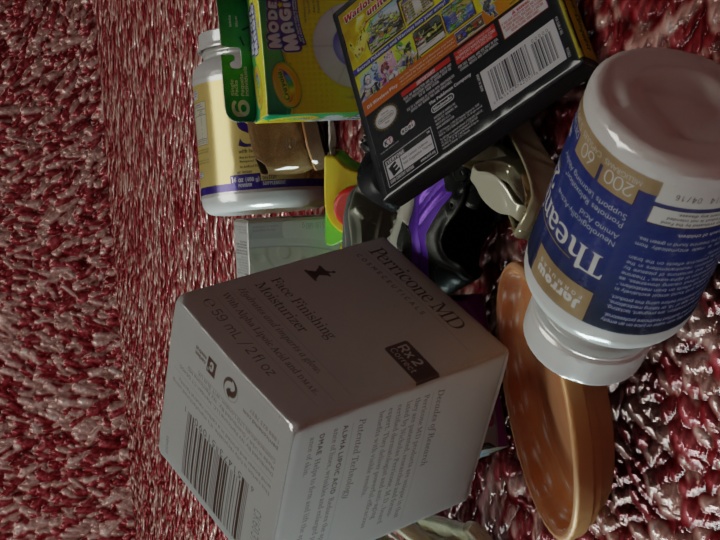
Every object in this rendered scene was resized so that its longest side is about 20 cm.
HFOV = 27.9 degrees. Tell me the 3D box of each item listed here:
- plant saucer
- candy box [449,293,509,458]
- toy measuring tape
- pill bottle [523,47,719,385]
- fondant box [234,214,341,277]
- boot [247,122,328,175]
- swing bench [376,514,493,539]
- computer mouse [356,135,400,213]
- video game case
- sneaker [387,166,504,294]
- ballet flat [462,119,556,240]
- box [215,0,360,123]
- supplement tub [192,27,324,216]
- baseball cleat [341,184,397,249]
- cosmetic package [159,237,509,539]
[{"bbox_3d":[0.139,0.090,1.031,0.200,0.037,0.201,170,90,-83],"label":"plant saucer"},{"bbox_3d":[0.059,0.111,1.292,0.200,0.061,0.137,136,128,-67],"label":"candy box"},{"bbox_3d":[0.001,-0.104,1.401,0.074,0.073,0.200,-141,48,-65],"label":"toy measuring tape"},{"bbox_3d":[0.162,-0.025,0.871,0.200,0.111,0.111,104,154,-45],"label":"pill bottle"},{"bbox_3d":[-0.048,0.043,1.469,0.058,0.144,0.200,-167,73,-70],"label":"fondant box"},{"bbox_3d":[-0.085,-0.176,1.479,0.074,0.075,0.200,69,-173,-49],"label":"boot"},{"bbox_3d":[0.016,0.257,1.285,0.199,0.200,0.130,-10,62,70],"label":"swing bench"},{"bbox_3d":[0.028,-0.098,1.301,0.034,0.059,0.200,-58,10,18],"label":"computer mouse"},{"bbox_3d":[0.072,-0.174,1.090,0.200,0.025,0.181,-34,58,34],"label":"video game case"},{"bbox_3d":[0.081,-0.075,1.188,0.099,0.069,0.201,-5,77,49],"label":"sneaker"},{"bbox_3d":[0.107,-0.086,1.095,0.200,0.069,0.070,-116,28,-49],"label":"ballet flat"},{"bbox_3d":[-0.022,-0.189,1.248,0.048,0.200,0.118,168,97,-72],"label":"box"},{"bbox_3d":[-0.112,-0.165,1.612,0.145,0.145,0.200,176,89,-72],"label":"supplement tub"},{"bbox_3d":[0.000,0.000,1.322,0.200,0.070,0.107,-78,14,-45],"label":"baseball cleat"},{"bbox_3d":[-0.025,0.102,1.114,0.165,0.200,0.165,43,136,36],"label":"cosmetic package"}]
